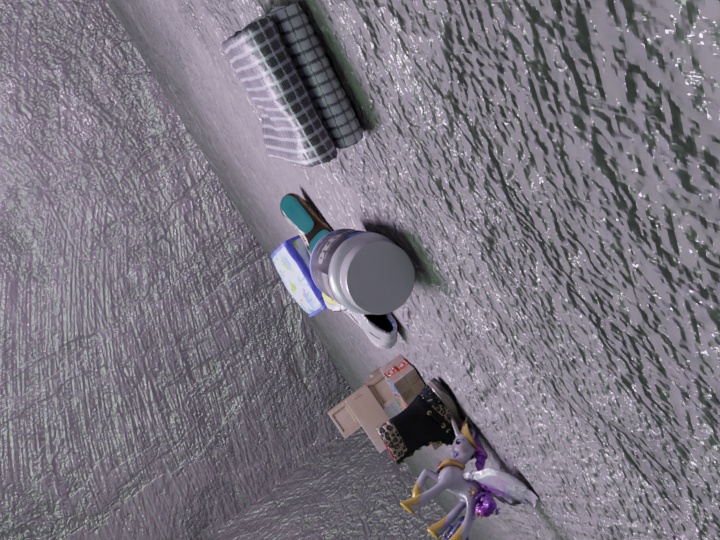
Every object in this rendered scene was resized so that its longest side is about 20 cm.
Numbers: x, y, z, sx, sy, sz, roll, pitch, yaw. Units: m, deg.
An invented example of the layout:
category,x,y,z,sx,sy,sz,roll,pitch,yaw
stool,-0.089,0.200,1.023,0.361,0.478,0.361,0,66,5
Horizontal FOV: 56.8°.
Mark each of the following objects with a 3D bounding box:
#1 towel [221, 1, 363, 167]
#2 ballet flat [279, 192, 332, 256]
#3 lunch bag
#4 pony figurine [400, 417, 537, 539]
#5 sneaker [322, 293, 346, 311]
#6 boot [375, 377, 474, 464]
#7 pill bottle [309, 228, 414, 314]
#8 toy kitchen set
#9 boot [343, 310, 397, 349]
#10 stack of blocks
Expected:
category,x,y,z,sx,sy,sz,roll,pitch,yaw
towel,-0.089,-0.209,0.772,0.166,0.085,0.200,60,169,-21
ballet flat,-0.082,-0.070,1.306,0.201,0.070,0.065,56,-162,10
lunch bag,-0.116,0.008,1.491,0.171,0.127,0.200,55,180,0
pony figurine,0.193,0.386,1.174,0.193,0.200,0.167,37,159,12
sneaker,-0.016,0.020,1.198,0.199,0.078,0.091,-4,116,58
boot,0.127,0.317,1.259,0.204,0.153,0.073,61,168,-29
pill bottle,0.000,0.000,0.949,0.114,0.113,0.200,57,170,-14
toy kitchen set,0.032,0.391,1.819,0.164,0.199,0.180,55,170,2
boot,0.003,0.062,1.304,0.200,0.073,0.096,44,161,15
stack of blocks,0.119,0.287,1.477,0.201,0.058,0.115,59,170,-22
